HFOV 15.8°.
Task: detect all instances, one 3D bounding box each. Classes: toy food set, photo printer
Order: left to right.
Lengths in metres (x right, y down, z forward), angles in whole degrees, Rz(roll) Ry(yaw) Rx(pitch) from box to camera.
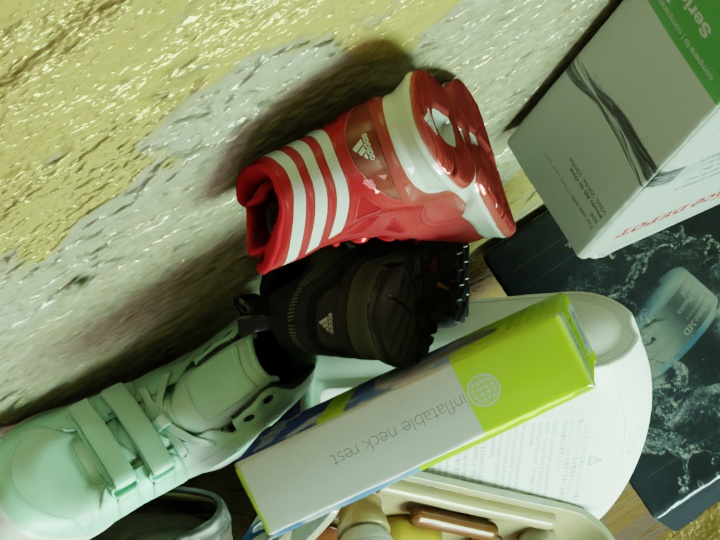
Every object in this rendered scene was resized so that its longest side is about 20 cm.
[{"bbox_3d":[0.031,0.183,1.482,0.200,0.060,0.144,15,135,-29],"label":"toy food set"},{"bbox_3d":[0.065,0.087,1.479,0.200,0.070,0.167,-5,138,-7],"label":"photo printer"}]

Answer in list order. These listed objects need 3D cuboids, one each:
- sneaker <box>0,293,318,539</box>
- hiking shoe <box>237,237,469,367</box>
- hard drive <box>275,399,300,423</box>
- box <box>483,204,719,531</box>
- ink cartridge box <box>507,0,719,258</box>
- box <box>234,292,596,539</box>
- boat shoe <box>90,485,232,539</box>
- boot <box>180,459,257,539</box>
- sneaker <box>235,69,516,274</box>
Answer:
[{"bbox_3d":[-0.109,0.074,1.355,0.200,0.074,0.118,-22,163,-46],"label":"sneaker"},{"bbox_3d":[0.000,0.000,1.367,0.100,0.076,0.200,2,-170,13],"label":"hiking shoe"},{"bbox_3d":[-0.032,0.080,1.579,0.132,0.025,0.200,-43,166,-4],"label":"hard drive"},{"bbox_3d":[0.215,0.024,1.598,0.197,0.200,0.117,-34,165,6],"label":"box"},{"bbox_3d":[0.187,-0.105,1.352,0.146,0.084,0.200,-21,162,-36],"label":"ink cartridge box"},{"bbox_3d":[0.021,0.076,1.311,0.200,0.048,0.122,-25,-178,7],"label":"box"},{"bbox_3d":[-0.168,0.144,1.421,0.200,0.073,0.065,-6,137,-11],"label":"boat shoe"},{"bbox_3d":[-0.120,0.189,1.544,0.200,0.072,0.155,-36,166,3],"label":"boot"},{"bbox_3d":[0.002,-0.042,1.252,0.115,0.079,0.200,-19,165,11],"label":"sneaker"}]
